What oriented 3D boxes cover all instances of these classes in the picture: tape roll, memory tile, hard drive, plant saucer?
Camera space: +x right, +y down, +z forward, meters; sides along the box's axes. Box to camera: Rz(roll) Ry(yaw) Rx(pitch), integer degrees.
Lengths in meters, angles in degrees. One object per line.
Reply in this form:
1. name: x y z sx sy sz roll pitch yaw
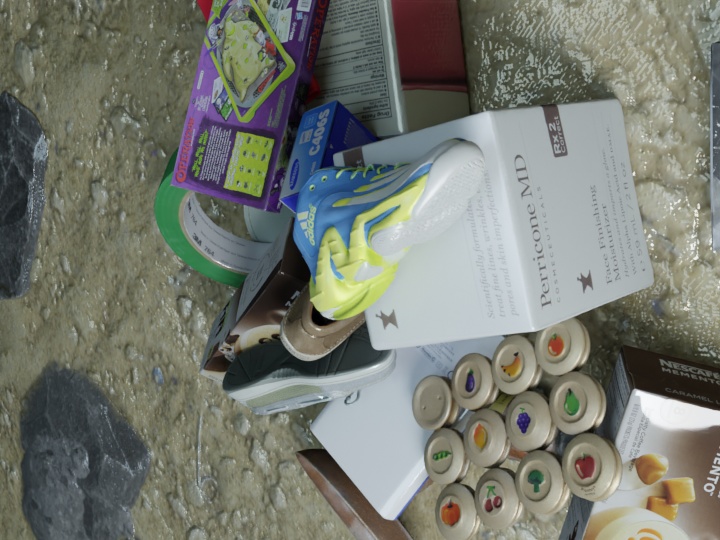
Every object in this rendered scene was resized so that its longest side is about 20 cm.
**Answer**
1. tape roll: -0.110 -0.059 1.040 0.200 0.200 0.048 -37 31 40
2. memory tile: 0.122 0.133 0.839 0.200 0.017 0.154 -33 56 42
3. hard drive: 0.049 0.116 0.959 0.200 0.025 0.132 -54 51 9
4. plant saucer: 0.007 0.256 1.041 0.200 0.034 0.200 47 167 15

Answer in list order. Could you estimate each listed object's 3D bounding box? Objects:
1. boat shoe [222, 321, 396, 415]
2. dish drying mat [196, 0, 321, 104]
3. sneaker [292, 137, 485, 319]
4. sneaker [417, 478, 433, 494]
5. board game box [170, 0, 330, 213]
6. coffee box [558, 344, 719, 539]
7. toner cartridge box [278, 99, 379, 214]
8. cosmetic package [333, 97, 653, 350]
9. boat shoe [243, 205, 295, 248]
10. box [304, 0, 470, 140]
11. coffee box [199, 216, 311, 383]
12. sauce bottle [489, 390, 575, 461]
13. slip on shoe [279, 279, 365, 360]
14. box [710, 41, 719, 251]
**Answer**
1. boat shoe: -0.044 0.102 0.990 0.201 0.075 0.065 -17 129 31
2. dish drying mat: -0.106 -0.229 0.948 0.077 0.018 0.201 -34 71 25
3. sneaker: 0.004 -0.051 0.737 0.200 0.075 0.105 -47 68 40
4. sneaker: 0.032 0.132 1.035 0.070 0.075 0.201 -19 64 34
5. board game box: -0.101 -0.162 0.915 0.119 0.032 0.201 16 95 28
6. coffee box: 0.242 0.176 0.816 0.114 0.080 0.201 14 112 3
7. toner cartridge box: 0.016 -0.052 0.903 0.043 0.200 0.095 -14 50 37
8. cosmetic package: 0.112 -0.041 0.829 0.164 0.199 0.166 -10 93 42
9. boat shoe: -0.088 -0.110 1.086 0.075 0.060 0.201 6 125 3
10. box: 0.014 -0.222 0.937 0.127 0.109 0.201 -1 99 41
11. coffee box: -0.074 0.051 1.054 0.113 0.080 0.200 25 134 -16
12. sauce bottle: 0.142 0.145 0.937 0.199 0.066 0.066 14 109 40
13. slip on shoe: 0.000 0.000 0.945 0.076 0.200 0.061 43 150 4
14. box: 0.351 -0.089 0.709 0.199 0.048 0.160 6 103 41
